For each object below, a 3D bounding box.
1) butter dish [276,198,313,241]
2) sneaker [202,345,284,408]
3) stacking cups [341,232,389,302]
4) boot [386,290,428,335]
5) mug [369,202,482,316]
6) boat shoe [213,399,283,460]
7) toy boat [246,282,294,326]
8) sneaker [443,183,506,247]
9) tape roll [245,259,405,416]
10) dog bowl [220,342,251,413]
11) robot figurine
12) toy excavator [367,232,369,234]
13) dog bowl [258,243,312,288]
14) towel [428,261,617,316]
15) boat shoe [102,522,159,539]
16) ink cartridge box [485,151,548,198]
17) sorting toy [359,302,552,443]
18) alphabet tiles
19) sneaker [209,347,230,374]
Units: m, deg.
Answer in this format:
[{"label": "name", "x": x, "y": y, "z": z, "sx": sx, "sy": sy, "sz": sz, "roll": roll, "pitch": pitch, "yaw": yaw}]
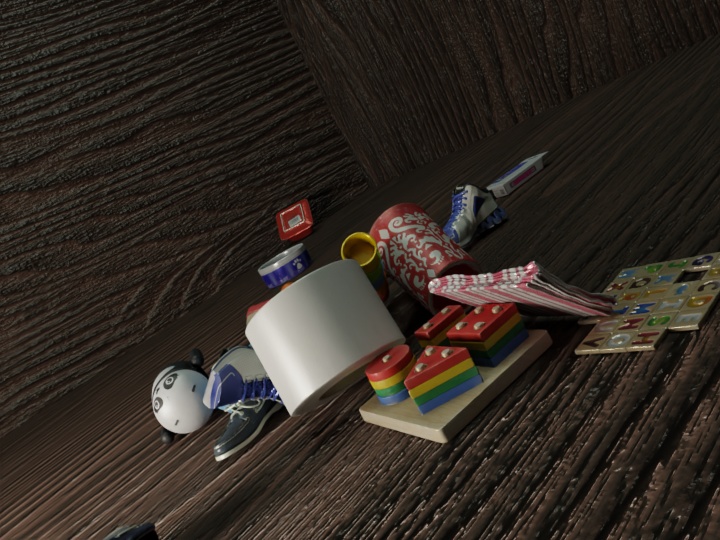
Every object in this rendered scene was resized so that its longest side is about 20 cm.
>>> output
[{"label": "butter dish", "x": -0.323, "y": -0.236, "z": 3.465, "sx": 0.197, "sy": 0.148, "sz": 0.202, "roll": -25, "pitch": 51, "yaw": 10}, {"label": "sneaker", "x": -0.146, "y": 0.175, "z": 1.063, "sx": 0.198, "sy": 0.114, "sz": 0.082, "roll": -18, "pitch": -48, "yaw": -56}, {"label": "stacking cups", "x": 0.012, "y": 0.008, "z": 1.117, "sx": 0.060, "sy": 0.061, "sz": 0.201, "roll": -30, "pitch": -25, "yaw": -5}, {"label": "boot", "x": 0.028, "y": 0.095, "z": 1.165, "sx": 0.183, "sy": 0.065, "sz": 0.200, "roll": -7, "pitch": 25, "yaw": 33}, {"label": "mug", "x": 0.130, "y": -0.015, "z": 1.133, "sx": 0.174, "sy": 0.136, "sz": 0.200, "roll": -1, "pitch": 26, "yaw": -27}, {"label": "boat shoe", "x": -0.184, "y": 0.234, "z": 1.102, "sx": 0.074, "sy": 0.063, "sz": 0.200, "roll": -19, "pitch": 15, "yaw": 38}, {"label": "toy boat", "x": -0.158, "y": 0.084, "z": 1.461, "sx": 0.197, "sy": 0.131, "sz": 0.133, "roll": -23, "pitch": 41, "yaw": 26}, {"label": "sneaker", "x": 0.225, "y": -0.125, "z": 1.472, "sx": 0.198, "sy": 0.117, "sz": 0.080, "roll": -34, "pitch": 8, "yaw": -25}, {"label": "tape roll", "x": -0.050, "y": 0.099, "z": 0.970, "sx": 0.200, "sy": 0.140, "sz": 0.203, "roll": -32, "pitch": -15, "yaw": -9}, {"label": "dog bowl", "x": -0.208, "y": 0.184, "z": 1.229, "sx": 0.201, "sy": 0.049, "sz": 0.112, "roll": -54, "pitch": 5, "yaw": 24}, {"label": "robot figurine", "x": -0.354, "y": 0.248, "z": 1.317, "sx": 0.122, "sy": 0.154, "sz": 0.200, "roll": -18, "pitch": 7, "yaw": -16}, {"label": "toy excavator", "x": 0.000, "y": 0.000, "z": 1.640, "sx": 0.192, "sy": 0.101, "sz": 0.201, "roll": -23, "pitch": 21, "yaw": 39}, {"label": "dog bowl", "x": -0.281, "y": -0.018, "z": 2.481, "sx": 0.197, "sy": 0.080, "sz": 0.200, "roll": -29, "pitch": 11, "yaw": 6}, {"label": "towel", "x": 0.197, "y": 0.028, "z": 0.829, "sx": 0.199, "sy": 0.144, "sz": 0.031, "roll": -7, "pitch": 68, "yaw": 60}, {"label": "boat shoe", "x": -0.319, "y": 0.372, "z": 0.780, "sx": 0.092, "sy": 0.075, "sz": 0.200, "roll": -30, "pitch": 7, "yaw": 39}, {"label": "ink cartridge box", "x": 0.429, "y": -0.259, "z": 1.812, "sx": 0.199, "sy": 0.037, "sz": 0.094, "roll": -38, "pitch": 12, "yaw": -25}, {"label": "sorting toy", "x": 0.105, "y": 0.116, "z": 0.849, "sx": 0.197, "sy": 0.071, "sz": 0.199, "roll": -35, "pitch": 12, "yaw": -26}, {"label": "alphabet tiles", "x": 0.336, "y": 0.037, "z": 0.770, "sx": 0.199, "sy": 0.008, "sz": 0.166, "roll": -37, "pitch": 13, "yaw": -34}, {"label": "sneaker", "x": -0.250, "y": 0.193, "z": 1.391, "sx": 0.077, "sy": 0.091, "sz": 0.200, "roll": -25, "pitch": 9, "yaw": 21}]
